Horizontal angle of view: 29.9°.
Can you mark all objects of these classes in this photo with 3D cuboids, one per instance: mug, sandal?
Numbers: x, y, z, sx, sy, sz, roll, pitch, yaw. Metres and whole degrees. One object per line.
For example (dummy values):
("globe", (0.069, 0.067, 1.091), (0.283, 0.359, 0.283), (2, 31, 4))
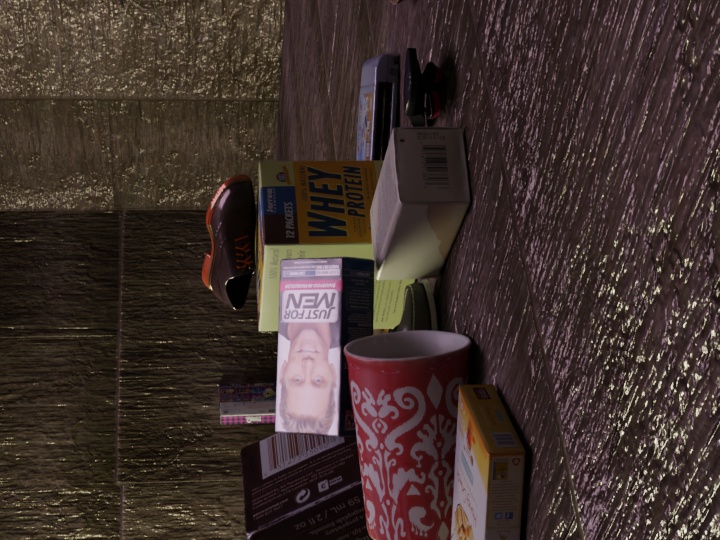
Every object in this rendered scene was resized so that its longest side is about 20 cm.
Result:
("mug", (0.055, 0.171, 1.424), (0.178, 0.132, 0.202), (-94, -1, -82))
("sandal", (0.076, -0.205, 1.544), (0.200, 0.045, 0.076), (36, -122, -81))

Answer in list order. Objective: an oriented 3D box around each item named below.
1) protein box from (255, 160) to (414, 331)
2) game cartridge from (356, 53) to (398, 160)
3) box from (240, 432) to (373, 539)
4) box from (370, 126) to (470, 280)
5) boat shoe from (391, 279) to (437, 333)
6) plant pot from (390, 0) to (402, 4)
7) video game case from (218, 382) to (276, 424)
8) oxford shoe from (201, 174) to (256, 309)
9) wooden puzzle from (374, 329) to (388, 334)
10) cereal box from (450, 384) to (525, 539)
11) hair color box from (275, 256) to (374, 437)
("protein box", (-0.035, -0.031, 1.760), (0.199, 0.198, 0.136), (100, 167, -54))
("game cartridge", (0.022, -0.200, 1.902), (0.133, 0.041, 0.202), (-158, 70, -76))
("box", (-0.025, 0.294, 1.597), (0.201, 0.165, 0.165), (60, -172, -29))
("box", (0.062, -0.070, 1.486), (0.200, 0.077, 0.096), (107, 160, -67))
("boat shoe", (0.057, 0.108, 1.611), (0.072, 0.060, 0.203), (-108, 19, -68))
("plant pot", (0.056, -0.436, 1.692), (0.200, 0.027, 0.202), (179, 90, -83))
("video game case", (-0.318, 0.391, 3.983), (0.182, 0.198, 0.036), (-107, 17, -62))
("oxford shoe", (-0.159, -0.036, 1.768), (0.073, 0.071, 0.201), (48, 144, 34))
("wooden puzzle", (0.024, 0.034, 1.977), (0.186, 0.037, 0.201), (100, 172, -53))
("cereal box", (0.115, 0.226, 1.253), (0.144, 0.039, 0.202), (-111, 22, -70))
("hair color box", (-0.041, 0.087, 1.542), (0.099, 0.060, 0.202), (-2, 85, 39))
